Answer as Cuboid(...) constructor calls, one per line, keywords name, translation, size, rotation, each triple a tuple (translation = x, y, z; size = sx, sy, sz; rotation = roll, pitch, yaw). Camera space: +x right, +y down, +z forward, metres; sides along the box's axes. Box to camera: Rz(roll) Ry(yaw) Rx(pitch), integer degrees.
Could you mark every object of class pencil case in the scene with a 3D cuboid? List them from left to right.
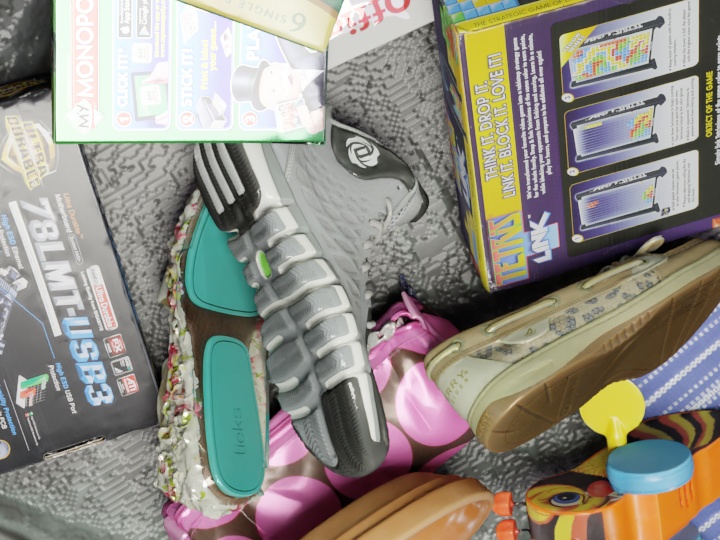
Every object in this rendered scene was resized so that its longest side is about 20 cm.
Cuboid(name="pencil case", translation=(-0.019, 0.100, 1.105), size=(0.200, 0.091, 0.094), rotation=(-44, 144, 3))

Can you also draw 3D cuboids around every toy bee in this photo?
Cuboid(name="toy bee", translation=(0.132, 0.123, 1.097), size=(0.109, 0.200, 0.131), rotation=(3, 91, 30))

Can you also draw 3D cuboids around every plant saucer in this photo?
Cuboid(name="plant saucer", translation=(-0.016, 0.171, 1.069), size=(0.200, 0.200, 0.037), rotation=(-40, 75, 4))

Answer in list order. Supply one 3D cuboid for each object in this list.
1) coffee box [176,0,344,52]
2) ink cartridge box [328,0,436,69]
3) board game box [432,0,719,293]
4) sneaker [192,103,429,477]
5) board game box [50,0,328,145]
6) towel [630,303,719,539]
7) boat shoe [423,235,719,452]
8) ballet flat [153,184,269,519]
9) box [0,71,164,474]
Cuboid(name="coffee box", translation=(-0.038, -0.212, 0.910), size=(0.123, 0.044, 0.200), rotation=(20, 100, -15))
Cuboid(name="ink cartridge box", translation=(-0.062, -0.193, 1.009), size=(0.147, 0.083, 0.200), rotation=(-26, 109, -2))
Cuboid(name="board game box", translation=(0.129, -0.090, 1.041), size=(0.165, 0.057, 0.200), rotation=(-15, 140, -4))
Cuboid(name="sneaker", translation=(0.000, 0.000, 1.043), size=(0.115, 0.075, 0.200), rotation=(-19, 86, -35))
Cuboid(name="board game box", translation=(-0.081, -0.161, 0.955), size=(0.135, 0.029, 0.200), rotation=(0, 105, -10))
Cuboid(name="towel", translation=(0.234, 0.087, 1.181), size=(0.145, 0.024, 0.200), rotation=(-42, 107, 7))
Cuboid(name="boat shoe", translation=(0.125, 0.025, 1.067), size=(0.200, 0.063, 0.073), rotation=(-26, 148, -33))
Cuboid(name="ballet flat", translation=(-0.084, 0.034, 1.066), size=(0.076, 0.064, 0.200), rotation=(19, 67, -39))
Cuboid(name="box", translation=(-0.225, 0.017, 1.063), size=(0.198, 0.050, 0.200), rotation=(-18, 110, -6))
